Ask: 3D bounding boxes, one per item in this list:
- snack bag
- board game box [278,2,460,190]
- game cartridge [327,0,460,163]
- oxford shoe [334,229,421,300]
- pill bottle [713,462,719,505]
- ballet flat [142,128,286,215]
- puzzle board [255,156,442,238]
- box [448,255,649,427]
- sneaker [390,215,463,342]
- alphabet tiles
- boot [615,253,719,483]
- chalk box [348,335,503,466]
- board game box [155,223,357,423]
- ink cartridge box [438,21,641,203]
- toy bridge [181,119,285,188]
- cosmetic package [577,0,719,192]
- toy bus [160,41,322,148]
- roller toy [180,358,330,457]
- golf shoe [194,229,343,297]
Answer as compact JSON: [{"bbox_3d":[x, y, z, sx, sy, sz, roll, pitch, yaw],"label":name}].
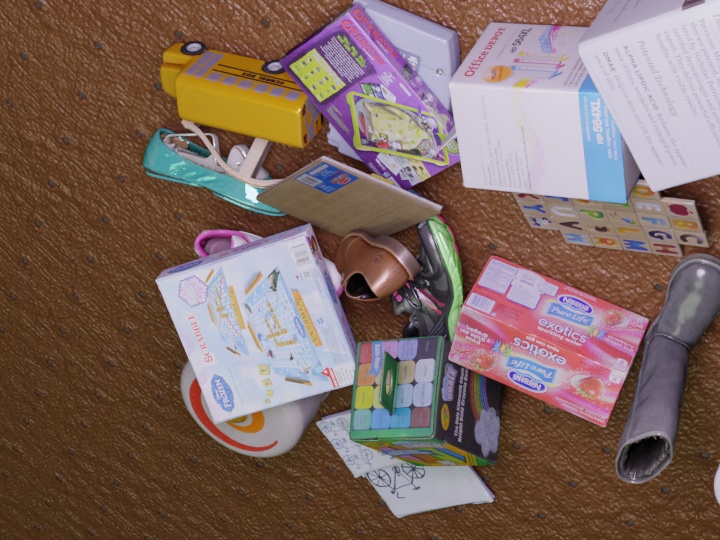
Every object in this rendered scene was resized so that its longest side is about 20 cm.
[{"bbox_3d":[0.060,0.258,1.940,0.188,0.021,0.200,-18,116,40],"label":"snack bag"},{"bbox_3d":[0.017,-0.180,1.537,0.200,0.032,0.120,49,139,-16],"label":"board game box"},{"bbox_3d":[0.039,-0.194,1.556,0.133,0.041,0.201,27,136,13],"label":"game cartridge"},{"bbox_3d":[0.000,0.000,1.656,0.071,0.071,0.200,48,168,-11],"label":"oxford shoe"},{"bbox_3d":[0.449,0.172,1.501,0.114,0.200,0.115,16,133,18],"label":"pill bottle"},{"bbox_3d":[-0.171,-0.126,1.722,0.199,0.067,0.071,19,115,14],"label":"ballet flat"},{"bbox_3d":[-0.016,-0.079,1.621,0.150,0.017,0.200,23,161,-20],"label":"puzzle board"},{"bbox_3d":[0.214,0.079,1.636,0.199,0.103,0.095,22,135,11],"label":"box"},{"bbox_3d":[0.077,0.021,1.674,0.083,0.077,0.201,-4,128,-2],"label":"sneaker"},{"bbox_3d":[0.261,-0.059,1.502,0.199,0.006,0.166,8,158,26],"label":"alphabet tiles"},{"bbox_3d":[0.328,0.103,1.516,0.072,0.200,0.182,22,135,11],"label":"boot"},{"bbox_3d":[0.068,0.153,1.708,0.123,0.126,0.200,-6,157,35],"label":"chalk box"},{"bbox_3d":[-0.120,0.066,1.734,0.198,0.041,0.201,-16,106,13],"label":"board game box"},{"bbox_3d":[0.183,-0.161,1.429,0.199,0.129,0.126,8,130,25],"label":"ink cartridge box"},{"bbox_3d":[-0.121,-0.134,1.677,0.199,0.068,0.027,26,172,9],"label":"toy bridge"},{"bbox_3d":[0.334,-0.199,1.280,0.199,0.165,0.165,-16,117,38],"label":"cosmetic package"},{"bbox_3d":[-0.140,-0.200,1.625,0.199,0.078,0.065,15,133,19],"label":"toy bus"},{"bbox_3d":[-0.135,0.147,1.876,0.199,0.140,0.183,3,128,28],"label":"roller toy"},{"bbox_3d":[-0.117,-0.004,1.764,0.199,0.076,0.092,12,170,20],"label":"golf shoe"}]
